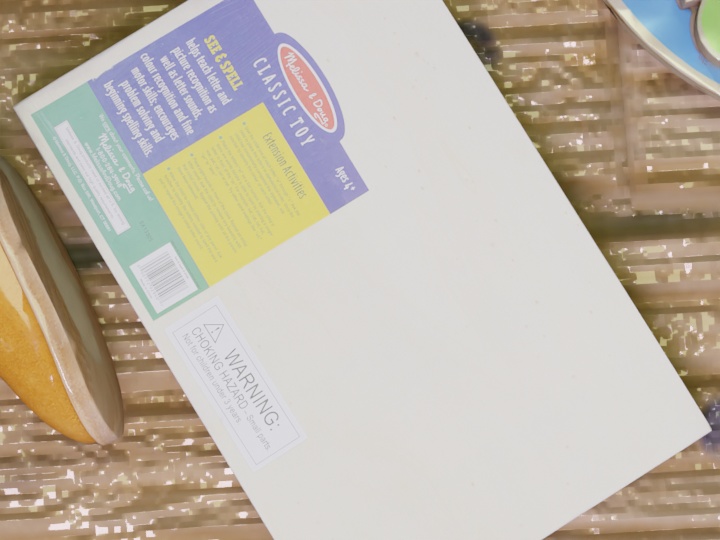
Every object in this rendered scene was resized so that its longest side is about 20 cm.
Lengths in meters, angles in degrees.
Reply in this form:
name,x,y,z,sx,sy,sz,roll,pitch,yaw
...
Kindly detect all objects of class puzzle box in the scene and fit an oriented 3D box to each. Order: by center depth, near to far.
name,x,y,z,sx,sy,sz,roll,pitch,yaw
puzzle box,0.000,0.000,0.823,0.133,0.025,0.201,-31,84,-4

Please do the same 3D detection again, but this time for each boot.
name,x,y,z,sx,sy,sz,roll,pitch,yaw
boot,-0.173,-0.004,0.806,0.144,0.071,0.202,-31,81,1

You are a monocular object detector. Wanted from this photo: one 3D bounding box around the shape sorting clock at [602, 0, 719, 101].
name,x,y,z,sx,sy,sz,roll,pitch,yaw
shape sorting clock,0.158,-0.140,0.838,0.199,0.039,0.201,0,82,-1
